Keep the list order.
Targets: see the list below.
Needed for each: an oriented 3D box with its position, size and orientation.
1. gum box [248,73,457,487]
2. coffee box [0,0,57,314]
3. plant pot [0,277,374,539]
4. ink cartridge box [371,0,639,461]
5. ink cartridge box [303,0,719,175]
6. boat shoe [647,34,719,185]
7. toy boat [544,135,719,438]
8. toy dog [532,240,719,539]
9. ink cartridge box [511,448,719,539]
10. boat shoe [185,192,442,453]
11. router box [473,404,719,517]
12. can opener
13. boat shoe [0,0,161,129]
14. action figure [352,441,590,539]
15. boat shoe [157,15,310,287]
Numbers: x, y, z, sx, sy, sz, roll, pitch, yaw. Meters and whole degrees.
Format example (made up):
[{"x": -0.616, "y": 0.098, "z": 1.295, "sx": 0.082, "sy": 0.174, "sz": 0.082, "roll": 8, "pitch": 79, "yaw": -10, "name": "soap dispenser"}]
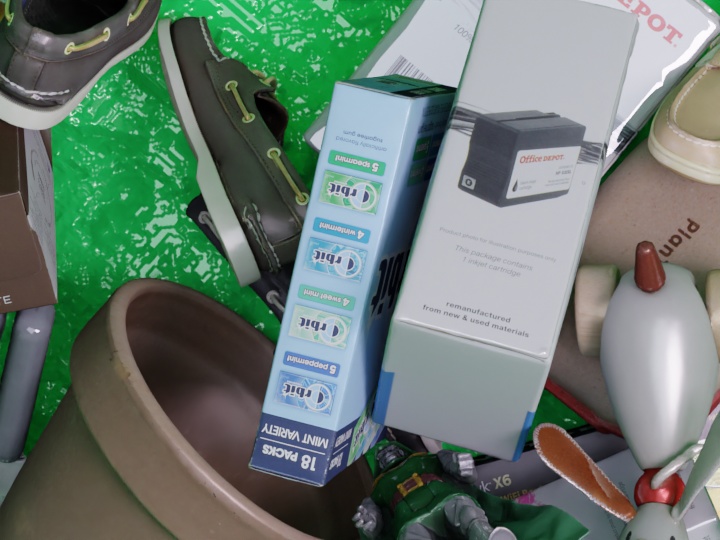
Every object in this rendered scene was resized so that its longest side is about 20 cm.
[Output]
[{"x": 0.000, "y": 0.000, "z": 1.543, "sx": 0.044, "sy": 0.170, "sz": 0.200, "roll": 13, "pitch": 98, "yaw": 9, "name": "gum box"}, {"x": -0.229, "y": -0.064, "z": 1.607, "sx": 0.114, "sy": 0.200, "sz": 0.080, "roll": -12, "pitch": 130, "yaw": 1, "name": "coffee box"}, {"x": -0.116, "y": 0.131, "z": 1.631, "sx": 0.200, "sy": 0.200, "sz": 0.175, "roll": 46, "pitch": 110, "yaw": 0, "name": "plant pot"}, {"x": 0.074, "y": -0.025, "z": 1.513, "sx": 0.084, "sy": 0.145, "sz": 0.200, "roll": 15, "pitch": 66, "yaw": 4, "name": "ink cartridge box"}, {"x": 0.086, "y": -0.105, "z": 1.660, "sx": 0.147, "sy": 0.083, "sz": 0.200, "roll": 40, "pitch": 93, "yaw": 0, "name": "ink cartridge box"}, {"x": 0.221, "y": -0.112, "z": 1.608, "sx": 0.072, "sy": 0.200, "sz": 0.065, "roll": 30, "pitch": 132, "yaw": 21, "name": "boat shoe"}, {"x": 0.182, "y": 0.012, "z": 1.642, "sx": 0.130, "sy": 0.131, "sz": 0.200, "roll": 39, "pitch": 79, "yaw": 24, "name": "toy boat"}, {"x": 0.151, "y": 0.066, "z": 1.490, "sx": 0.132, "sy": 0.096, "sz": 0.200, "roll": -21, "pitch": 58, "yaw": 5, "name": "toy dog"}, {"x": 0.110, "y": 0.195, "z": 1.583, "sx": 0.200, "sy": 0.085, "sz": 0.145, "roll": -23, "pitch": 126, "yaw": 4, "name": "ink cartridge box"}, {"x": -0.026, "y": 0.029, "z": 1.670, "sx": 0.060, "sy": 0.074, "sz": 0.200, "roll": -34, "pitch": 88, "yaw": 1, "name": "boat shoe"}, {"x": 0.141, "y": 0.167, "z": 1.680, "sx": 0.200, "sy": 0.052, "sz": 0.157, "roll": -17, "pitch": 92, "yaw": 1, "name": "router box"}, {"x": -0.208, "y": 0.092, "z": 1.638, "sx": 0.053, "sy": 0.067, "sz": 0.200, "roll": 14, "pitch": 130, "yaw": -6, "name": "can opener"}, {"x": -0.147, "y": -0.150, "z": 1.610, "sx": 0.072, "sy": 0.201, "sz": 0.061, "roll": 27, "pitch": 127, "yaw": -1, "name": "boat shoe"}, {"x": 0.037, "y": 0.129, "z": 1.532, "sx": 0.118, "sy": 0.200, "sz": 0.055, "roll": -30, "pitch": 107, "yaw": -5, "name": "action figure"}, {"x": -0.066, "y": -0.075, "z": 1.629, "sx": 0.059, "sy": 0.200, "sz": 0.072, "roll": -21, "pitch": 135, "yaw": 0, "name": "boat shoe"}]
